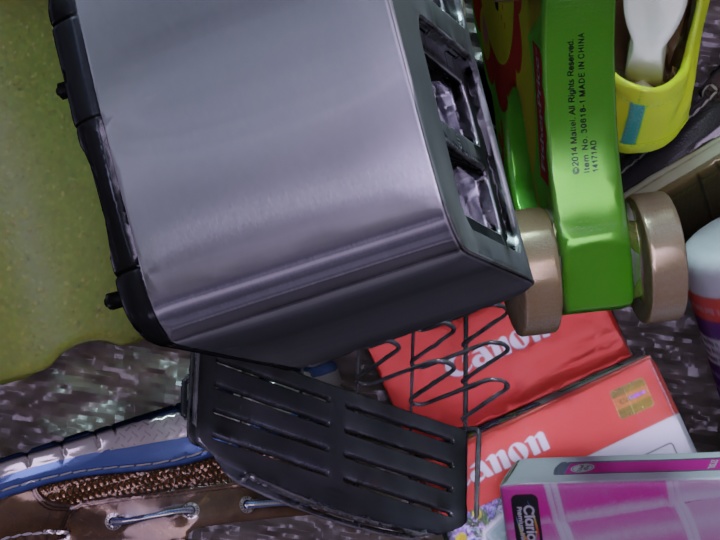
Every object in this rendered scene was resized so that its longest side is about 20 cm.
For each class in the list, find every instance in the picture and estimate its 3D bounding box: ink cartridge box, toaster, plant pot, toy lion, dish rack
[{"bbox_3d":[0.156,0.118,1.029,0.199,0.037,0.095,-4,105,17],"label":"ink cartridge box"},{"bbox_3d":[-0.029,-0.069,0.901,0.118,0.200,0.182,-17,81,12],"label":"toaster"},{"bbox_3d":[0.083,0.087,1.111,0.108,0.050,0.201,-24,90,-1],"label":"ink cartridge box"},{"bbox_3d":[-0.148,-0.057,1.056,0.199,0.200,0.185,-14,99,-2],"label":"plant pot"},{"bbox_3d":[0.068,-0.095,1.028,0.068,0.192,0.201,-7,108,-6],"label":"toy lion"},{"bbox_3d":[0.000,0.000,1.055,0.153,0.054,0.201,19,58,-30],"label":"dish rack"}]

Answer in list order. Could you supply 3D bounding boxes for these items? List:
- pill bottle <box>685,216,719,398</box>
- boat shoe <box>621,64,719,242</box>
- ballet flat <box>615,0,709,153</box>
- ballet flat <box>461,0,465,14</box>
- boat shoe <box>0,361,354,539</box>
[{"bbox_3d":[0.206,0.069,1.077,0.111,0.111,0.201,-18,102,-2],"label":"pill bottle"},{"bbox_3d":[0.179,-0.074,1.116,0.200,0.072,0.066,-31,59,10],"label":"boat shoe"},{"bbox_3d":[0.122,-0.146,1.091,0.066,0.067,0.201,7,73,3],"label":"ballet flat"},{"bbox_3d":[0.002,-0.143,1.051,0.069,0.070,0.201,-23,71,-2],"label":"ballet flat"},{"bbox_3d":[-0.095,0.098,1.097,0.199,0.072,0.073,-17,90,-2],"label":"boat shoe"}]
